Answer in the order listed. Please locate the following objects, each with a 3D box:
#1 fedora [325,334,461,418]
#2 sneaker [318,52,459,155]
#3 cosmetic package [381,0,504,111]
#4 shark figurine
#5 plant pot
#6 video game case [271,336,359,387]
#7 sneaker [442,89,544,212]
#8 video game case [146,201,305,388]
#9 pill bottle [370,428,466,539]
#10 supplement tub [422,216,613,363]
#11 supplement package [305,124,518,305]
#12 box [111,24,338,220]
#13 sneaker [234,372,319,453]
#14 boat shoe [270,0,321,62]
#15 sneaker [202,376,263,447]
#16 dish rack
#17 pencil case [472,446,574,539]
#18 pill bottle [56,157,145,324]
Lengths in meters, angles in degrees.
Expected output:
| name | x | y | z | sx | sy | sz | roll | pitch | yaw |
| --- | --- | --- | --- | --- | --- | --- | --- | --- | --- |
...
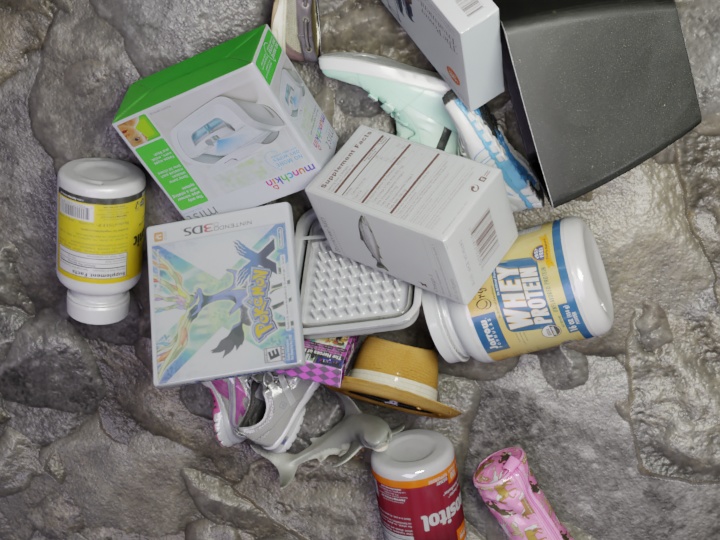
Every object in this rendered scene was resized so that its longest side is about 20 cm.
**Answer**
| name | x | y | z | sx | sy | sz | roll | pitch | yaw |
| --- | --- | --- | --- | --- | --- | --- | --- | --- | --- |
| fedora | 0.044 | 0.130 | 1.439 | 0.200 | 0.201 | 0.082 | 14 | 80 | 8 |
| sneaker | 0.036 | -0.183 | 1.337 | 0.200 | 0.074 | 0.118 | 17 | 110 | 4 |
| cosmetic package | 0.075 | -0.284 | 1.199 | 0.052 | 0.151 | 0.200 | -33 | 66 | -3 |
| shark figurine | -0.033 | 0.211 | 1.524 | 0.214 | 0.128 | 0.090 | -22 | 93 | 35 |
| plant pot | 0.250 | -0.209 | 1.220 | 0.177 | 0.200 | 0.200 | -18 | 108 | 6 |
| video game case | -0.095 | 0.055 | 1.416 | 0.200 | 0.181 | 0.036 | 12 | 128 | 8 |
| sneaker | 0.134 | -0.123 | 1.306 | 0.087 | 0.075 | 0.200 | -25 | 130 | 20 |
| video game case | -0.161 | 0.028 | 1.344 | 0.182 | 0.022 | 0.200 | -10 | 72 | 10 |
| pill bottle | 0.082 | 0.324 | 1.527 | 0.113 | 0.113 | 0.200 | -4 | 113 | 15 |
| supplement tub | 0.186 | 0.028 | 1.354 | 0.200 | 0.145 | 0.145 | -17 | 108 | 20 |
| supplement package | 0.059 | -0.066 | 1.301 | 0.200 | 0.117 | 0.117 | 22 | 152 | 34 |
| box | -0.156 | -0.167 | 1.355 | 0.200 | 0.097 | 0.177 | -17 | 125 | 23 |
| sneaker | -0.100 | 0.137 | 1.472 | 0.082 | 0.075 | 0.200 | 20 | 87 | -37 |
| boat shoe | -0.063 | -0.333 | 1.305 | 0.065 | 0.072 | 0.200 | 11 | 119 | 4 |
| sneaker | -0.163 | 0.142 | 1.534 | 0.088 | 0.081 | 0.200 | -8 | 117 | 13 |
| dish rack | 0.000 | 0.000 | 1.378 | 0.171 | 0.200 | 0.044 | -7 | 140 | 16 |
| pencil case | 0.226 | 0.330 | 1.511 | 0.086 | 0.083 | 0.200 | -28 | 103 | 24 |
| pill bottle | -0.338 | -0.036 | 1.476 | 0.111 | 0.111 | 0.200 | 13 | 115 | 8 |
